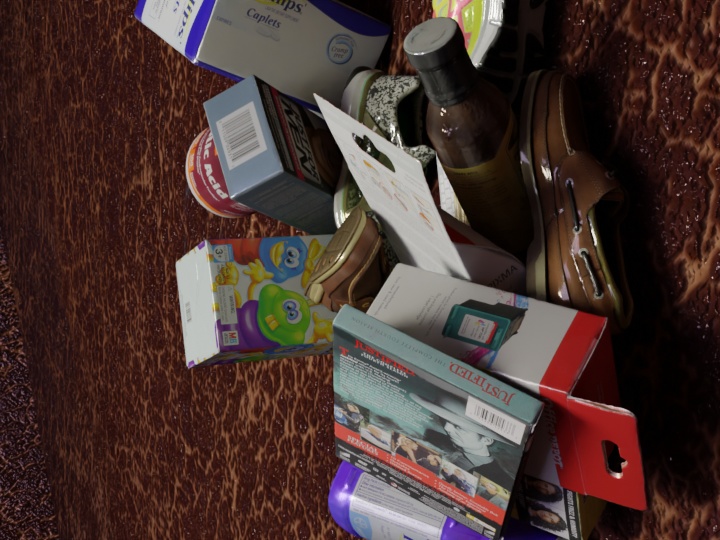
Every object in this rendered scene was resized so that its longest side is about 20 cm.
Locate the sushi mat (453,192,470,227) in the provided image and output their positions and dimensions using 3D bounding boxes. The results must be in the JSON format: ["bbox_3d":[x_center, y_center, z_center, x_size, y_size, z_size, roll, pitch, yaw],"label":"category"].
[{"bbox_3d":[0.104,-0.083,0.962,0.095,0.012,0.202,0,95,57],"label":"sushi mat"}]

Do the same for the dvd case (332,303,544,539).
[{"bbox_3d":[0.046,0.112,0.808,0.145,0.022,0.201,26,151,16],"label":"dvd case"}]

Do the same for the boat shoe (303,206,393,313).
[{"bbox_3d":[0.000,0.000,0.977,0.072,0.067,0.200,-58,0,-11],"label":"boat shoe"}]

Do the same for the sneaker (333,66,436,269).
[{"bbox_3d":[0.029,-0.089,1.062,0.088,0.076,0.202,-2,90,44],"label":"sneaker"}]

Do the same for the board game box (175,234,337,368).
[{"bbox_3d":[-0.062,0.027,1.117,0.103,0.198,0.106,-26,70,62],"label":"board game box"}]

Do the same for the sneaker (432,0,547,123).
[{"bbox_3d":[0.091,-0.180,0.898,0.090,0.078,0.202,26,107,46],"label":"sneaker"}]

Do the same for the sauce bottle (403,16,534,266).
[{"bbox_3d":[0.086,-0.088,0.839,0.065,0.064,0.201,50,173,50],"label":"sauce bottle"}]

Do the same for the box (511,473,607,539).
[{"bbox_3d":[0.085,0.132,0.878,0.199,0.050,0.076,18,140,31],"label":"box"}]

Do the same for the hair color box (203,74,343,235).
[{"bbox_3d":[-0.059,-0.098,1.100,0.060,0.200,0.100,-25,69,19],"label":"hair color box"}]

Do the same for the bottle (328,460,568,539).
[{"bbox_3d":[0.074,0.202,0.925,0.198,0.084,0.066,15,67,27],"label":"bottle"}]

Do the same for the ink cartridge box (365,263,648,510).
[{"bbox_3d":[0.106,0.077,0.788,0.198,0.067,0.117,16,145,30],"label":"ink cartridge box"}]

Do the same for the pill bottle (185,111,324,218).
[{"bbox_3d":[-0.113,-0.125,1.296,0.200,0.113,0.116,-11,84,64],"label":"pill bottle"}]

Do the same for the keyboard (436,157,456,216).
[{"bbox_3d":[0.084,-0.093,1.013,0.056,0.011,0.202,-8,87,64],"label":"keyboard"}]

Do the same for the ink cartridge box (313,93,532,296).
[{"bbox_3d":[0.055,-0.039,0.855,0.162,0.050,0.201,41,162,53],"label":"ink cartridge box"}]

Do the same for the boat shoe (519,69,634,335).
[{"bbox_3d":[0.156,-0.049,0.820,0.067,0.072,0.202,-11,75,35],"label":"boat shoe"}]

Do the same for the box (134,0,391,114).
[{"bbox_3d":[-0.101,-0.245,1.154,0.200,0.183,0.106,42,111,55],"label":"box"}]
